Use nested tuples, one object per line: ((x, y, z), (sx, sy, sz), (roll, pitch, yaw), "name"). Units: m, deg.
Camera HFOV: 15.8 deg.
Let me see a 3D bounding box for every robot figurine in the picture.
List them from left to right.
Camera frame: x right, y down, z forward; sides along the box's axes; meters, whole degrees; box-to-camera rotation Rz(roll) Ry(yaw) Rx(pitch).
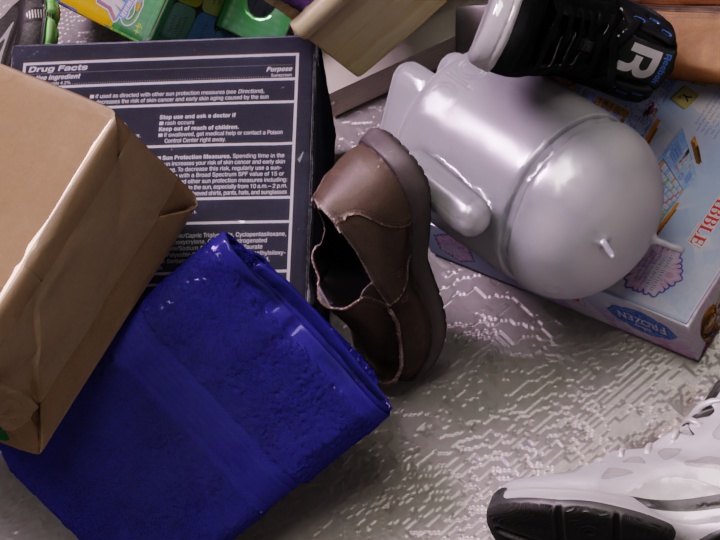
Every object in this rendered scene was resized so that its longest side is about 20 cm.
((0.098, -0.057, 1.544), (0.169, 0.113, 0.200), (-20, 43, -41), "robot figurine")

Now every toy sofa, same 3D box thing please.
((-0.020, -0.227, 1.647), (0.083, 0.098, 0.200), (-39, 38, 20), "toy sofa")

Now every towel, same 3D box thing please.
((-0.099, 0.085, 1.522), (0.200, 0.148, 0.050), (-39, 11, 15), "towel")

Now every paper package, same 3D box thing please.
((-0.229, -0.021, 1.498), (0.200, 0.103, 0.191), (22, 75, 34), "paper package")

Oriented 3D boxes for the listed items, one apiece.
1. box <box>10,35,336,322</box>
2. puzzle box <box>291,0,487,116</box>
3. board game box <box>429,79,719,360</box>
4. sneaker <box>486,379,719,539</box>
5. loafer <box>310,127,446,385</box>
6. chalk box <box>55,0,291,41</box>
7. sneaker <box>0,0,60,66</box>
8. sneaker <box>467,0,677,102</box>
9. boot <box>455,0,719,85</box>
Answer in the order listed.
((-0.118, -0.032, 1.622), (0.199, 0.123, 0.199), (-1, 60, 5), "box")
((0.046, -0.196, 1.766), (0.200, 0.025, 0.133), (-24, 52, 0), "puzzle box")
((0.172, -0.063, 1.623), (0.199, 0.041, 0.200), (23, 66, 30), "board game box")
((0.176, 0.118, 1.488), (0.200, 0.076, 0.116), (2, 48, 10), "sneaker")
((0.000, 0.000, 1.532), (0.071, 0.200, 0.073), (-31, 51, -19), "loafer")
((-0.125, -0.211, 1.745), (0.200, 0.124, 0.125), (27, 96, 32), "chalk box")
((-0.275, -0.130, 1.743), (0.200, 0.084, 0.077), (-28, 49, 36), "sneaker")
((0.130, -0.138, 1.505), (0.112, 0.200, 0.073), (24, 105, 4), "sneaker")
((0.157, -0.205, 1.615), (0.199, 0.068, 0.189), (-1, 86, 21), "boot")
